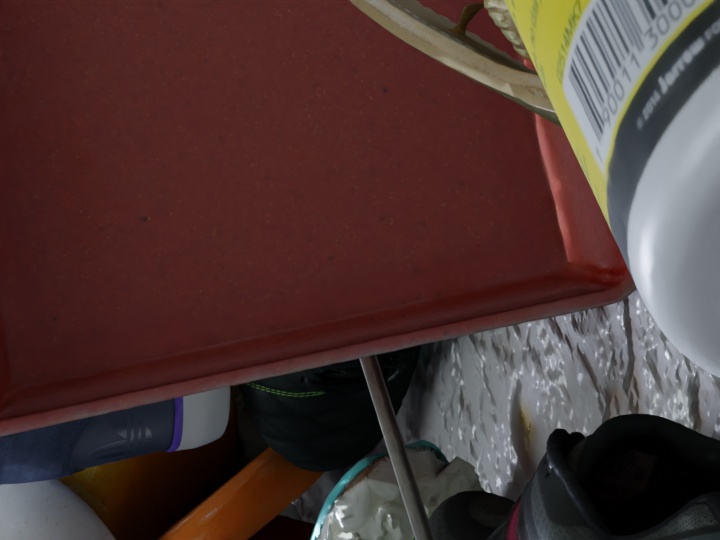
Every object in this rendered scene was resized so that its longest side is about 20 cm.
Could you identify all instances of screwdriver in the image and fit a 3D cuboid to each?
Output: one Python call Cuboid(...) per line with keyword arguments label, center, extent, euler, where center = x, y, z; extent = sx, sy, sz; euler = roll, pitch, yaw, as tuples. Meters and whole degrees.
Cuboid(label="screwdriver", center=(-0.006, 0.010, 0.854), extent=(0.029, 0.028, 0.200), euler=(-47, 45, 40))

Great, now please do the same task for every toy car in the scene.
Cuboid(label="toy car", center=(-0.060, 0.128, 1.095), extent=(0.150, 0.175, 0.200), euler=(31, 136, 21))

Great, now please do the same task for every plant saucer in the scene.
Cuboid(label="plant saucer", center=(-0.036, -0.062, 0.839), extent=(0.037, 0.200, 0.200), euler=(74, -176, -75))

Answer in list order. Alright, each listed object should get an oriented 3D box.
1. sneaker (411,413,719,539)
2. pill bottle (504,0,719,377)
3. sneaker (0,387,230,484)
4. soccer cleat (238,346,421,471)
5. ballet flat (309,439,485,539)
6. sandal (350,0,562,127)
Cuboid(label="sneaker", center=(0.070, 0.079, 0.768), extent=(0.200, 0.077, 0.084), euler=(-172, 93, -70))
Cuboid(label="pill bottle", center=(0.077, -0.084, 0.574), extent=(0.114, 0.114, 0.200), euler=(102, 155, -47))
Cuboid(label="sneaker", center=(-0.133, -0.017, 1.016), extent=(0.081, 0.146, 0.200), euler=(109, 152, -55))
Cuboid(label="soccer cleat", center=(0.000, 0.000, 0.949), extent=(0.081, 0.067, 0.200), euler=(-117, 28, -46))
Cuboid(label="ballet flat", center=(0.019, 0.130, 0.957), extent=(0.200, 0.072, 0.072), euler=(97, 159, -55))
Cuboid(label="sandal", center=(0.074, -0.058, 0.718), extent=(0.070, 0.078, 0.212), euler=(-61, 34, 9))
